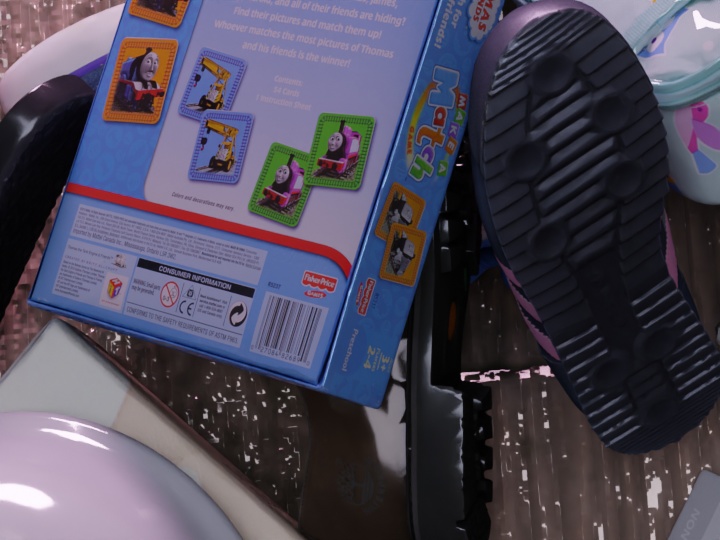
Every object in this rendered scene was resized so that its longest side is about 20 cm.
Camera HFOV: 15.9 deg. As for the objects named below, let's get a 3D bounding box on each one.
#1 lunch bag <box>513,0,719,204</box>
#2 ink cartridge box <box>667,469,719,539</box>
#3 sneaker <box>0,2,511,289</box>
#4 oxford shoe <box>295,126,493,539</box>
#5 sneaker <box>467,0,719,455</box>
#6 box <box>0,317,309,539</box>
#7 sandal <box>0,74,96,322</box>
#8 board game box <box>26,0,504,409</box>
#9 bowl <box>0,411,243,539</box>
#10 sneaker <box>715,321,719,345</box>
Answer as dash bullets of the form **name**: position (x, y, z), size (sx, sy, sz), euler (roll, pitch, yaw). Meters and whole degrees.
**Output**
- **lunch bag**: position (0.162, -0.119, 0.926), size (0.199, 0.160, 0.077), euler (-36, 122, -3)
- **ink cartridge box**: position (0.143, 0.184, 0.902), size (0.045, 0.176, 0.201), euler (30, 84, -31)
- **sneaker**: position (-0.029, -0.030, 0.972), size (0.198, 0.081, 0.148), euler (-12, 75, -1)
- **oxford shoe**: position (0.000, 0.000, 0.900), size (0.084, 0.073, 0.202), euler (-2, 79, 15)
- **sneaker**: position (0.070, -0.024, 0.897), size (0.070, 0.201, 0.082), euler (-24, 43, -6)
- **box**: position (-0.056, 0.115, 0.945), size (0.200, 0.095, 0.078), euler (41, 87, 10)
- **sandal**: position (-0.161, 0.005, 0.966), size (0.045, 0.075, 0.201), euler (35, 108, 12)
- **board game box**: position (-0.027, -0.067, 0.885), size (0.151, 0.036, 0.202), euler (14, 85, 43)
- **bowl**: position (-0.129, 0.151, 0.866), size (0.199, 0.090, 0.203), euler (0, 91, 16)
- **sneaker**: position (0.215, -0.023, 0.908), size (0.200, 0.077, 0.085), euler (-38, 82, 4)
